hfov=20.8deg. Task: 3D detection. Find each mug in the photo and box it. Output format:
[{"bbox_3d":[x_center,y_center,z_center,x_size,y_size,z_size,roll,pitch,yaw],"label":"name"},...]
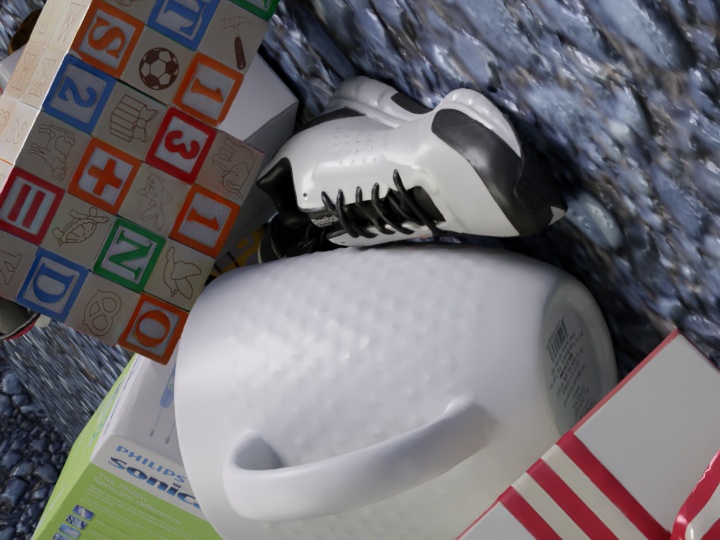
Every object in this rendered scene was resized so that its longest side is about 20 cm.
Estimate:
[{"bbox_3d":[0.014,0.066,0.904,0.175,0.200,0.148,-9,102,29],"label":"mug"}]

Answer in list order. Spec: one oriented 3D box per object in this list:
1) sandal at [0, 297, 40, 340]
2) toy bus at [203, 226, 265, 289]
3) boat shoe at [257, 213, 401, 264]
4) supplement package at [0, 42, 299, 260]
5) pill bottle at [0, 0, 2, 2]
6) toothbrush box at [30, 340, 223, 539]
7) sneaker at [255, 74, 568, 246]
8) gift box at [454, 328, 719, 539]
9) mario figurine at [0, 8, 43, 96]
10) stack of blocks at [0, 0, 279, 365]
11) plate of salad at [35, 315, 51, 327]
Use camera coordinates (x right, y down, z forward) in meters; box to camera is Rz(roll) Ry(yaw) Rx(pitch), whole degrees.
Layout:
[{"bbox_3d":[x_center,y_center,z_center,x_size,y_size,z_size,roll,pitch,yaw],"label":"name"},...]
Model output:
[{"bbox_3d":[-0.206,0.007,1.117,0.075,0.045,0.200,46,145,-18],"label":"sandal"},{"bbox_3d":[-0.117,-0.028,1.326,0.200,0.078,0.065,53,166,-13],"label":"toy bus"},{"bbox_3d":[-0.002,0.001,1.086,0.199,0.074,0.066,-127,32,-55],"label":"boat shoe"},{"bbox_3d":[-0.121,-0.073,1.138,0.121,0.120,0.200,50,166,8],"label":"supplement package"},{"bbox_3d":[-0.351,-0.187,1.329,0.116,0.200,0.116,61,-174,-12],"label":"pill bottle"},{"bbox_3d":[-0.088,0.126,1.100,0.145,0.086,0.200,27,147,-8],"label":"toothbrush box"},{"bbox_3d":[0.021,-0.037,0.896,0.074,0.080,0.200,57,162,-21],"label":"sneaker"},{"bbox_3d":[0.149,0.155,0.818,0.200,0.185,0.187,40,172,21],"label":"gift box"},{"bbox_3d":[-0.215,-0.118,1.450,0.200,0.106,0.124,115,150,-63],"label":"mario figurine"},{"bbox_3d":[-0.108,-0.070,0.940,0.115,0.200,0.059,25,179,-30],"label":"stack of blocks"},{"bbox_3d":[-0.237,-0.056,1.197,0.200,0.048,0.200,47,158,25],"label":"plate of salad"}]
